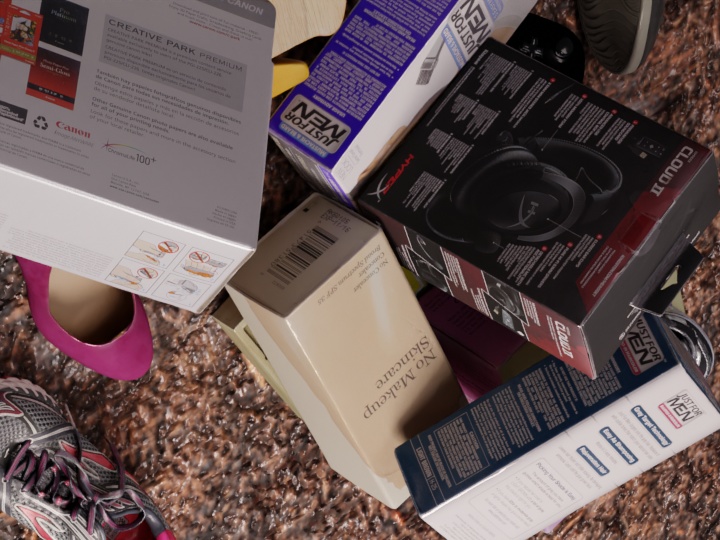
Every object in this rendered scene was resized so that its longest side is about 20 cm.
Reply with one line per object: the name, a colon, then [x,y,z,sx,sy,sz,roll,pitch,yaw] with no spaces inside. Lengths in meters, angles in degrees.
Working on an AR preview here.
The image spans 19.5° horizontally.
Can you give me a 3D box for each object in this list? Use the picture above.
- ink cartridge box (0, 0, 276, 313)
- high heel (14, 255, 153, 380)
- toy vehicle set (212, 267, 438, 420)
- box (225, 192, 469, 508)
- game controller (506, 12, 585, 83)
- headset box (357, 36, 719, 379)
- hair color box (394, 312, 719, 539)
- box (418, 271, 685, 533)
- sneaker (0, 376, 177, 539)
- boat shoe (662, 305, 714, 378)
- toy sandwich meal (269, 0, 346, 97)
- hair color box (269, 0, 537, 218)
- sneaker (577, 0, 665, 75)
ink cartridge box: [-0.155,-0.094,1.180,0.199,0.084,0.177,19,55,-21]
high heel: [-0.166,0.014,1.282,0.067,0.096,0.200,-47,133,-12]
toy vehicle set: [0.000,0.000,1.466,0.200,0.026,0.124,-48,133,-12]
box: [-0.004,0.056,1.416,0.095,0.078,0.200,-43,132,-16]
game controller: [0.096,-0.083,1.452,0.104,0.042,0.201,18,78,-32]
headset box: [0.124,-0.038,1.347,0.149,0.199,0.077,-52,153,-16]
hair color box: [0.133,0.110,1.401,0.199,0.061,0.100,-31,143,11]
box: [0.147,0.058,1.552,0.176,0.096,0.201,-41,138,-19]
sneaker: [-0.188,0.134,1.338,0.200,0.075,0.081,39,84,-43]
boat shoe: [0.207,0.058,1.483,0.200,0.068,0.072,27,94,-51]
toy sandwich meal: [-0.098,-0.160,1.274,0.204,0.070,0.206,-19,121,-33]
hair color box: [0.031,-0.138,1.376,0.200,0.065,0.109,-52,158,-6]
sneaker: [0.219,-0.242,1.500,0.106,0.075,0.201,-14,118,-32]
